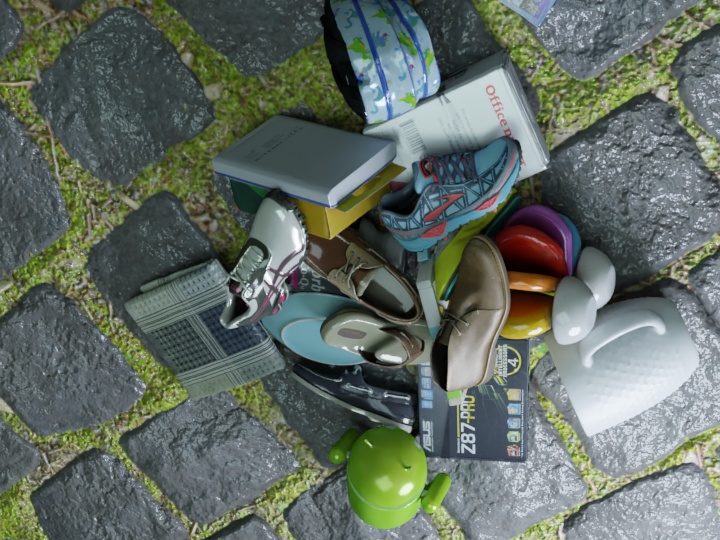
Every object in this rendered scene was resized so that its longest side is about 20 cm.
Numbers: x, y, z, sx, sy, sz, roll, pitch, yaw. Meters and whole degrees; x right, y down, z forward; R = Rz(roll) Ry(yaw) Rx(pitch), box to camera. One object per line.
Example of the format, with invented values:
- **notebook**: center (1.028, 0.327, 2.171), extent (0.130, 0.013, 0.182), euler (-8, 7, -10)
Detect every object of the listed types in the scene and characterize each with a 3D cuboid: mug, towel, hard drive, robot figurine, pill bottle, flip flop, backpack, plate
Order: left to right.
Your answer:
- **towel**: center (-0.223, 0.086, 1.578), extent (0.198, 0.035, 0.194), euler (-20, 112, 34)
- **hard drive**: center (-0.071, -0.139, 1.362), extent (0.198, 0.132, 0.026), euler (18, 134, 36)
- **plate**: center (-0.043, 0.090, 1.511), extent (0.196, 0.026, 0.201), euler (9, 150, 5)
- **pill bottle**: center (-0.040, -0.018, 1.470), extent (0.196, 0.117, 0.119), euler (7, 116, 6)
- **backpack**: center (0.019, -0.257, 1.304), extent (0.151, 0.201, 0.166), euler (-7, 113, 11)
- **robot figurine**: center (0.037, 0.297, 1.571), extent (0.173, 0.117, 0.201), euler (26, 154, 14)
- **flip flop**: center (0.036, 0.097, 1.447), extent (0.197, 0.058, 0.082), euler (14, 124, -36)
- **mug**: center (0.342, 0.106, 1.430), extent (0.173, 0.150, 0.200), euler (-25, 151, 9)

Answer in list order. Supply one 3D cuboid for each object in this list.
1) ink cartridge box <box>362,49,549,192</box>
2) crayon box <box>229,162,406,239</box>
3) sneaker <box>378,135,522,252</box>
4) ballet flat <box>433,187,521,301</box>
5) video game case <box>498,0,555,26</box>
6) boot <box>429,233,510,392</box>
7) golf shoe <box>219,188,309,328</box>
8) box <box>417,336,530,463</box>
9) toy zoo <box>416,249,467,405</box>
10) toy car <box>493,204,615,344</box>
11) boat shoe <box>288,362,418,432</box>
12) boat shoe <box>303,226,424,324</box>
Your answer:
- **ink cartridge box**: center (0.124, -0.168, 1.393), extent (0.197, 0.085, 0.147), euler (-22, 110, 20)
- **crayon box**: center (-0.052, -0.104, 1.378), extent (0.198, 0.126, 0.052), euler (19, 131, 37)
- **sneaker**: center (0.104, -0.101, 1.321), extent (0.199, 0.080, 0.095), euler (-37, 127, 23)
- **ballet flat**: center (0.133, -0.044, 1.403), extent (0.066, 0.201, 0.067), euler (32, 150, 13)
- **video game case**: center (0.190, -0.423, 1.285), extent (0.179, 0.046, 0.201), euler (32, 116, -5)
- **boot**: center (0.128, 0.057, 1.319), extent (0.073, 0.075, 0.204), euler (29, 124, 44)
- **golf shoe**: center (-0.120, -0.006, 1.350), extent (0.077, 0.088, 0.202), euler (35, 134, 21)
- **box**: center (0.162, 0.173, 1.564), extent (0.158, 0.049, 0.204), euler (3, 114, 12)
- **toy zoo**: center (0.109, 0.056, 1.432), extent (0.020, 0.131, 0.204), euler (-11, 105, 17)
- **toy car**: center (0.221, -0.004, 1.390), extent (0.172, 0.200, 0.153), euler (4, 116, 29)
- **boat shoe**: center (-0.008, 0.170, 1.591), extent (0.197, 0.073, 0.064), euler (25, 87, -1)
- **boat shoe**: center (0.000, 0.000, 1.374), extent (0.198, 0.072, 0.077), euler (31, 95, -7)
